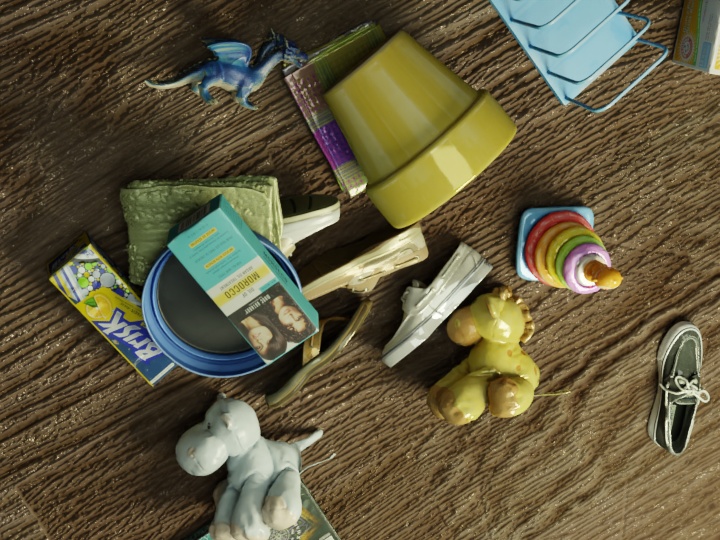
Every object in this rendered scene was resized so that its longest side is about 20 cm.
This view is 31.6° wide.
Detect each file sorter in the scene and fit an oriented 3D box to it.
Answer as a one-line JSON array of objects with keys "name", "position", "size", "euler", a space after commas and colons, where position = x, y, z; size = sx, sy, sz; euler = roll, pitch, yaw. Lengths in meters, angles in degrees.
[{"name": "file sorter", "position": [0.286, -0.327, 1.658], "size": [0.139, 0.123, 0.200], "euler": [-41, 114, -2]}]

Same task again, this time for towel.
[{"name": "towel", "position": [-0.195, -0.047, 1.587], "size": [0.198, 0.037, 0.149], "euler": [-3, 113, -3]}, {"name": "towel", "position": [-0.002, -0.212, 1.660], "size": [0.143, 0.023, 0.201], "euler": [-31, 114, -7]}]

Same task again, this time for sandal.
[{"name": "sandal", "position": [-0.063, 0.105, 1.722], "size": [0.200, 0.080, 0.054], "euler": [-43, 93, 4]}]

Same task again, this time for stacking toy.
[{"name": "stacking toy", "position": [0.299, -0.011, 1.720], "size": [0.115, 0.200, 0.111], "euler": [-3, 108, -17]}]

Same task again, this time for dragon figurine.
[{"name": "dragon figurine", "position": [-0.168, -0.257, 1.572], "size": [0.199, 0.059, 0.100], "euler": [6, 105, -20]}]

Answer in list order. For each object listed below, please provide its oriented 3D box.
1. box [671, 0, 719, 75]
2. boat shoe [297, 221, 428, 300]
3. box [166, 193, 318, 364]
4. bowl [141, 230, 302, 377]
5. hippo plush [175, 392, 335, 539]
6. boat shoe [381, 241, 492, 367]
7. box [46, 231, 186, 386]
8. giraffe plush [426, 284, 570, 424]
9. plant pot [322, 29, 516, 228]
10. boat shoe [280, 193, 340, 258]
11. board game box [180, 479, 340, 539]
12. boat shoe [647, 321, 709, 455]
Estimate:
[{"name": "box", "position": [0.546, -0.321, 1.751], "size": [0.199, 0.101, 0.113], "euler": [4, 106, -18]}, {"name": "boat shoe", "position": [0.000, 0.000, 1.701], "size": [0.199, 0.071, 0.065], "euler": [-26, 112, -9]}, {"name": "box", "position": [-0.140, 0.012, 1.528], "size": [0.082, 0.049, 0.200], "euler": [-34, 112, 11]}, {"name": "bowl", "position": [-0.171, 0.037, 1.585], "size": [0.199, 0.039, 0.202], "euler": [-1, 114, -3]}, {"name": "hippo plush", "position": [-0.152, 0.253, 1.688], "size": [0.200, 0.159, 0.161], "euler": [-37, 115, -2]}, {"name": "boat shoe", "position": [0.090, 0.044, 1.754], "size": [0.070, 0.071, 0.200], "euler": [44, 95, 3]}, {"name": "box", "position": [-0.308, 0.050, 1.625], "size": [0.070, 0.064, 0.200], "euler": [-40, 113, -1]}, {"name": "giraffe plush", "position": [0.180, 0.108, 1.757], "size": [0.199, 0.173, 0.163], "euler": [-12, 96, -12]}, {"name": "plant pot", "position": [0.061, -0.187, 1.582], "size": [0.201, 0.201, 0.189], "euler": [-40, 99, -2]}, {"name": "boat shoe", "position": [-0.118, -0.043, 1.654], "size": [0.199, 0.075, 0.069], "euler": [-17, 113, 0]}, {"name": "board game box", "position": [-0.144, 0.385, 1.804], "size": [0.199, 0.028, 0.136], "euler": [-32, 113, -5]}, {"name": "boat shoe", "position": [0.481, 0.179, 1.910], "size": [0.073, 0.068, 0.201], "euler": [7, 105, -20]}]
